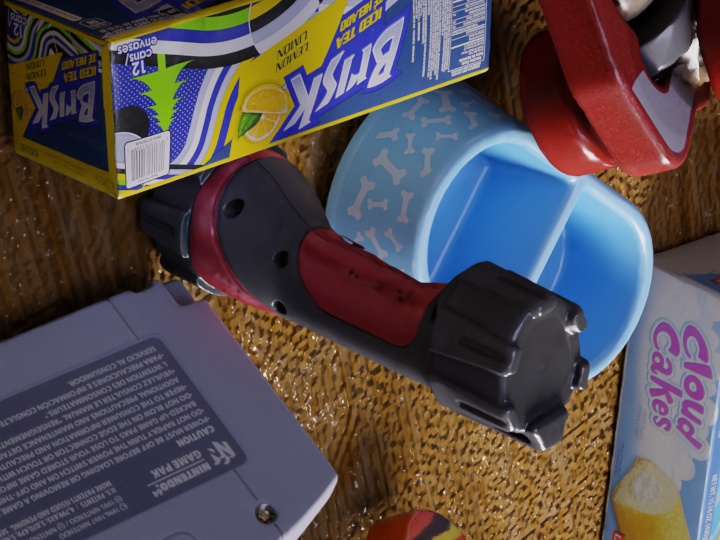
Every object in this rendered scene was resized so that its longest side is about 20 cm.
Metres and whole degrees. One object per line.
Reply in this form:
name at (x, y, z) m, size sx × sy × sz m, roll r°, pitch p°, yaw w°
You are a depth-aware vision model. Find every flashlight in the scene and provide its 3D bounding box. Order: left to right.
flashlight at (0.000, 0.000, 0.907) m, size 0.068 × 0.199 × 0.068 m, roll 30°, pitch 85°, yaw -48°

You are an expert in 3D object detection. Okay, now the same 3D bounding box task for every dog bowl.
dog bowl at (0.067, -0.011, 1.074) m, size 0.200 × 0.049 × 0.112 m, roll 30°, pitch 85°, yaw -49°

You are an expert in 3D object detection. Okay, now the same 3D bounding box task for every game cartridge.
game cartridge at (-0.111, 0.086, 0.886) m, size 0.199 × 0.134 × 0.042 m, roll -23°, pitch 159°, yaw -38°

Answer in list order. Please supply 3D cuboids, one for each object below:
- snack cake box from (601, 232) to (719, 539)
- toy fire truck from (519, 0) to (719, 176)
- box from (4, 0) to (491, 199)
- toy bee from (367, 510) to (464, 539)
snack cake box at (0.196, 0.084, 1.252) m, size 0.115 × 0.067 × 0.201 m, roll -16°, pitch 120°, yaw -40°
toy fire truck at (0.113, -0.147, 0.999) m, size 0.168 × 0.112 × 0.201 m, roll 52°, pitch 40°, yaw -31°
box at (-0.040, -0.092, 0.920) m, size 0.199 × 0.070 × 0.065 m, roll -21°, pitch 122°, yaw -39°
toy bee at (0.018, 0.221, 1.084) m, size 0.108 × 0.131 × 0.201 m, roll 37°, pitch 79°, yaw -23°
